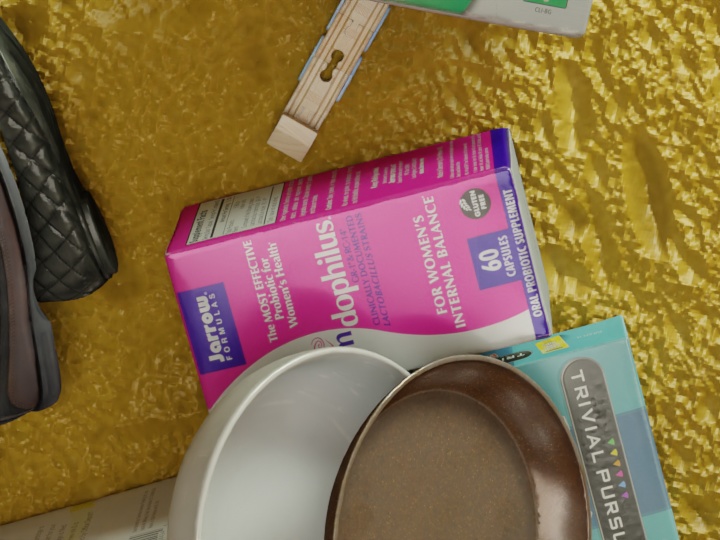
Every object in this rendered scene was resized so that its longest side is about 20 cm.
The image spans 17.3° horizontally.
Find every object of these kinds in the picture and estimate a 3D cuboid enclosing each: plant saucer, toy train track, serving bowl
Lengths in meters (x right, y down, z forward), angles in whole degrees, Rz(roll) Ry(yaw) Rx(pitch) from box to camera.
[{"bbox_3d":[0.048,0.146,1.277,0.034,0.200,0.202,-3,111,47],"label":"plant saucer"},{"bbox_3d":[0.004,-0.150,1.330,0.114,0.033,0.201,29,105,-6],"label":"toy train track"},{"bbox_3d":[-0.032,0.141,1.268,0.066,0.200,0.202,-1,110,45],"label":"serving bowl"}]

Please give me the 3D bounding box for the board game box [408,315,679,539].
[{"bbox_3d":[0.078,0.127,1.395,0.198,0.047,0.152,-15,104,6],"label":"board game box"}]

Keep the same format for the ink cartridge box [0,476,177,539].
[{"bbox_3d":[-0.147,0.192,1.369,0.198,0.145,0.084,-15,106,6],"label":"ink cartridge box"}]

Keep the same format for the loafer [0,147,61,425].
[{"bbox_3d":[-0.221,-0.001,1.334,0.063,0.072,0.201,-28,119,-32],"label":"loafer"}]

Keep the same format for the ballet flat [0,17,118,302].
[{"bbox_3d":[-0.198,-0.073,1.338,0.056,0.067,0.201,-21,104,5],"label":"ballet flat"}]

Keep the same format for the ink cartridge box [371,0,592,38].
[{"bbox_3d":[0.063,-0.238,1.275,0.160,0.050,0.202,8,103,-15],"label":"ink cartridge box"}]

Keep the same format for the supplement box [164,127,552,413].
[{"bbox_3d":[0.000,0.000,1.336,0.198,0.103,0.102,-14,105,7],"label":"supplement box"}]
